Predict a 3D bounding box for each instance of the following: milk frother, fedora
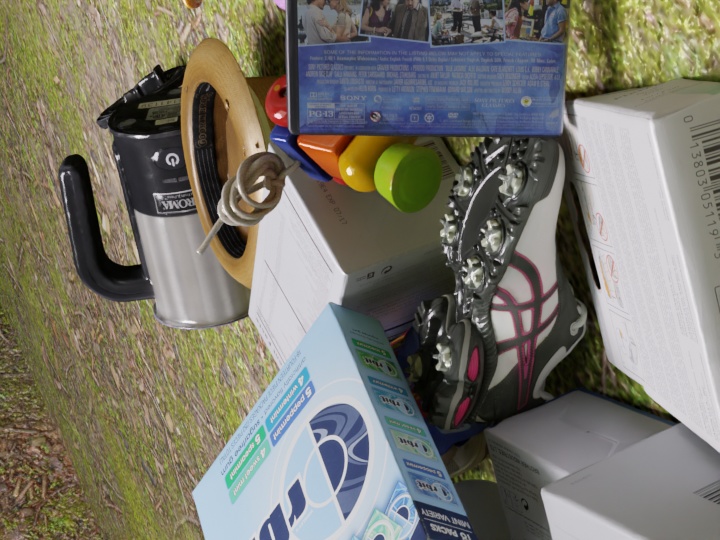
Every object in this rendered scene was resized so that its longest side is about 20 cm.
[{"bbox_3d":[-0.165,-0.076,1.377,0.200,0.179,0.190,-59,-36,-58],"label":"milk frother"},{"bbox_3d":[-0.078,-0.087,1.178,0.201,0.081,0.202,47,144,50],"label":"fedora"}]

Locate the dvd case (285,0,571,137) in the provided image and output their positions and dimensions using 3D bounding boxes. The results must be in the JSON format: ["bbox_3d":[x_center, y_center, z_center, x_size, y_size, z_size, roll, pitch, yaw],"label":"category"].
[{"bbox_3d":[0.033,-0.160,0.724,0.018,0.141,0.202,-86,-3,-62],"label":"dvd case"}]

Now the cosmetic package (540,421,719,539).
[{"bbox_3d":[0.197,0.191,0.671,0.199,0.122,0.202,17,125,65],"label":"cosmetic package"}]

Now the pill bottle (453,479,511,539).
[{"bbox_3d":[0.071,0.231,1.051,0.105,0.103,0.201,56,156,34],"label":"pill bottle"}]

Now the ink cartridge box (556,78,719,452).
[{"bbox_3d":[0.150,-0.012,0.742,0.200,0.050,0.163,-118,12,-79],"label":"ink cartridge box"}]

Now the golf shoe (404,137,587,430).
[{"bbox_3d":[0.088,0.002,0.850,0.078,0.087,0.201,-110,27,-48],"label":"golf shoe"}]

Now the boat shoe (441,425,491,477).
[{"bbox_3d":[0.004,0.148,1.073,0.199,0.065,0.073,-33,74,35],"label":"boat shoe"}]

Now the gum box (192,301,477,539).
[{"bbox_3d":[-0.022,0.147,0.878,0.170,0.044,0.201,-54,36,23],"label":"gum box"}]

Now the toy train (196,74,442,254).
[{"bbox_3d":[-0.001,-0.064,0.864,0.115,0.201,0.085,34,176,44],"label":"toy train"}]

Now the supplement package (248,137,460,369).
[{"bbox_3d":[0.000,0.000,1.015,0.114,0.109,0.201,59,157,27],"label":"supplement package"}]

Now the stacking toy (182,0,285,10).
[{"bbox_3d":[-0.020,-0.173,0.778,0.110,0.198,0.117,-3,104,68],"label":"stacking toy"}]

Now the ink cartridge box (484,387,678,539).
[{"bbox_3d":[0.149,0.182,0.845,0.136,0.076,0.202,-160,54,-68],"label":"ink cartridge box"}]

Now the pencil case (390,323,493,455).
[{"bbox_3d":[0.007,0.110,0.986,0.087,0.078,0.200,42,121,-14],"label":"pencil case"}]
